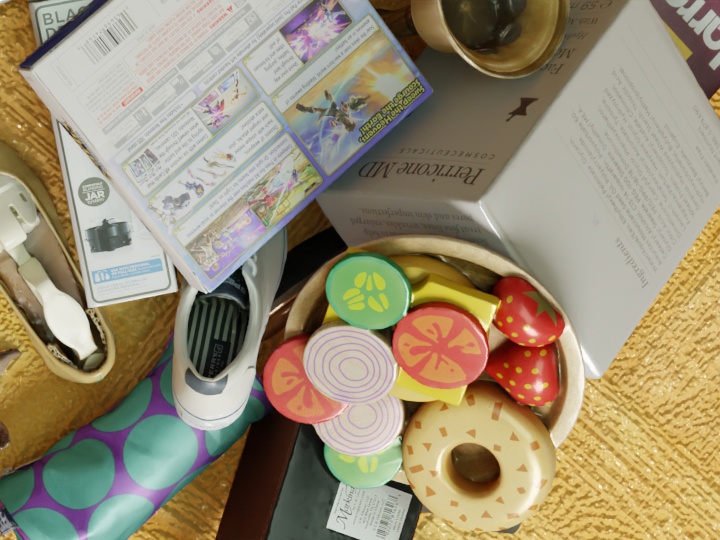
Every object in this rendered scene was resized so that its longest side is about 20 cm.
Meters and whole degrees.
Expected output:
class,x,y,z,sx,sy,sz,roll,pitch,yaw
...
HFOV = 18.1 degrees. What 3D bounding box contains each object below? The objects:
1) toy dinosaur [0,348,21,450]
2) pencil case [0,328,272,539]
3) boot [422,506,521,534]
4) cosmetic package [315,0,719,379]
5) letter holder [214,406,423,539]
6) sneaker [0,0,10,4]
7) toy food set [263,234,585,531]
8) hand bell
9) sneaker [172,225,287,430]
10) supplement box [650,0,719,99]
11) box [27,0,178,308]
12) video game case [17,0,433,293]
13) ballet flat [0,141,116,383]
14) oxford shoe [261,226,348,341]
class,x,y,z,sx,sy,sz,roll,pitch,yaw
toy dinosaur,-0.317,0.096,1.485,0.200,0.086,0.136,-42,100,-12
pencil case,-0.157,0.120,1.528,0.200,0.085,0.093,-40,78,-7
boot,0.062,0.081,1.591,0.137,0.077,0.202,9,95,-11
cosmetic package,0.113,-0.060,1.489,0.200,0.164,0.165,-52,124,-25
letter holder,-0.035,0.180,1.530,0.100,0.142,0.201,19,82,-16
sneaker,-0.292,-0.207,1.454,0.199,0.073,0.113,-26,101,-19
toy food set,0.041,0.066,1.408,0.197,0.049,0.201,18,126,1
hand bell,0.037,-0.165,1.483,0.104,0.200,0.105,3,85,-32
sneaker,-0.083,0.003,1.483,0.072,0.071,0.201,7,63,-7
supplement box,0.238,-0.225,1.574,0.131,0.103,0.200,43,86,-17
box,-0.167,-0.087,1.474,0.060,0.117,0.202,-11,100,-3
video game case,-0.082,-0.120,1.414,0.200,0.045,0.182,-42,109,-12
ballet flat,-0.220,-0.011,1.502,0.068,0.063,0.201,-35,105,-8
oxford shoe,0.000,0.000,1.562,0.199,0.071,0.072,-32,110,-10
